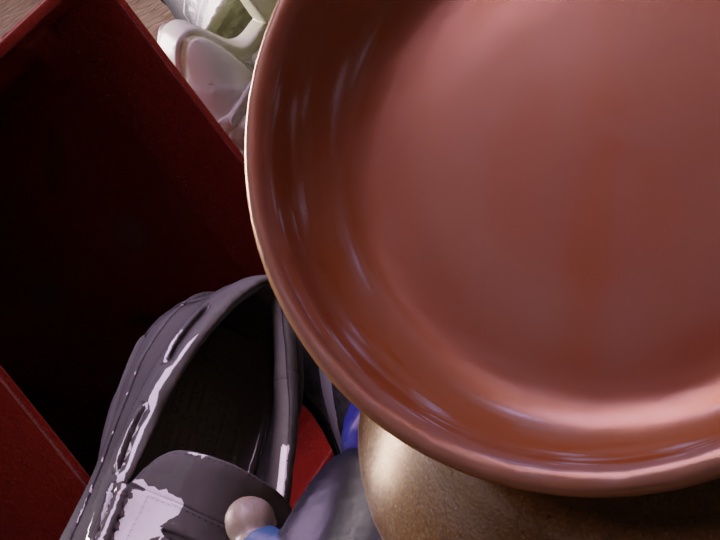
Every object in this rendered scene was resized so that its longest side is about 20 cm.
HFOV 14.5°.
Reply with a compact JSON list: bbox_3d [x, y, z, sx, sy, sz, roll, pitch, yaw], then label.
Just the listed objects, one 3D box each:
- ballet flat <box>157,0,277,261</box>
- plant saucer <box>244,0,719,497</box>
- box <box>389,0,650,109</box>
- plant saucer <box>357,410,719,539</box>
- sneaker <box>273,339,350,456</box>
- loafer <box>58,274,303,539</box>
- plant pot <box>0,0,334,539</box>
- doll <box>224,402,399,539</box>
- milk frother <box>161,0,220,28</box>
[{"bbox_3d":[-0.044,-0.102,1.127,0.200,0.072,0.072,-59,18,2],"label":"ballet flat"},{"bbox_3d":[0.068,-0.035,0.763,0.200,0.201,0.037,-27,-19,6],"label":"plant saucer"},{"bbox_3d":[0.120,-0.086,0.868,0.199,0.044,0.160,-27,-22,7],"label":"box"},{"bbox_3d":[0.094,0.025,0.792,0.199,0.036,0.201,-7,49,9],"label":"plant saucer"},{"bbox_3d":[0.000,0.000,0.969,0.066,0.201,0.090,-6,-14,-33],"label":"sneaker"},{"bbox_3d":[-0.058,0.084,0.899,0.070,0.070,0.201,-46,27,43],"label":"loafer"},{"bbox_3d":[-0.138,0.042,1.057,0.176,0.200,0.200,-31,13,31],"label":"plant pot"},{"bbox_3d":[0.025,0.070,0.829,0.136,0.049,0.200,1,52,29],"label":"doll"},{"bbox_3d":[0.018,-0.085,1.269,0.199,0.181,0.188,-7,44,-23],"label":"milk frother"}]
